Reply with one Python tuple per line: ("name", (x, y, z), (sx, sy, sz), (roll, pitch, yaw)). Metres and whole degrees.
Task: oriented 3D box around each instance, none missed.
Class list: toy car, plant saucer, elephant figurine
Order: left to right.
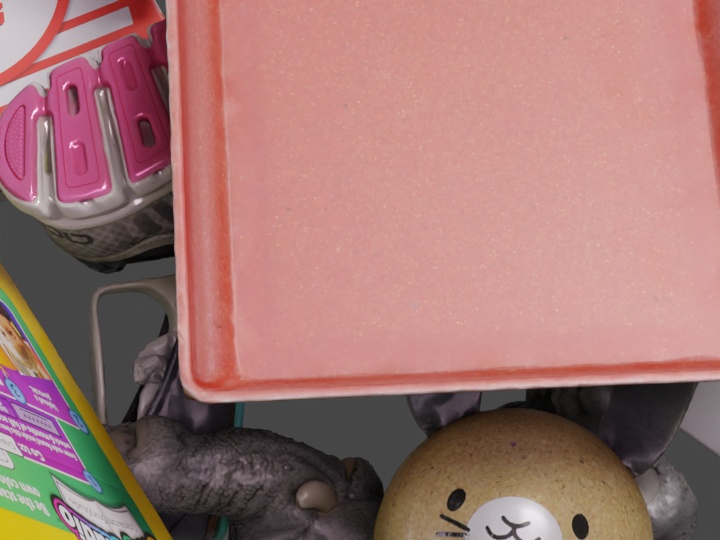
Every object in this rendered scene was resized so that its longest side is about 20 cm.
("elephant figurine", (0.015, 0.115, 1.087), (0.199, 0.142, 0.156), (-21, 64, -18))
("plant saucer", (0.037, -0.045, 0.981), (0.198, 0.037, 0.201), (-2, 63, -4))
("toy car", (0.047, 0.098, 0.967), (0.163, 0.158, 0.201), (12, 80, 6))

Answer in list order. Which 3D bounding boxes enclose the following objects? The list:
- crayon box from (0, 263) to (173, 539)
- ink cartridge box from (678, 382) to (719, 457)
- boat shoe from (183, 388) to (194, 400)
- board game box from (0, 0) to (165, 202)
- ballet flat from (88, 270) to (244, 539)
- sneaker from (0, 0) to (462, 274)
("crayon box", (-0.142, 0.049, 0.942), (0.058, 0.200, 0.173), (-38, 65, 9))
("ink cartridge box", (0.141, 0.009, 1.096), (0.116, 0.200, 0.067), (34, 118, -10))
("boat shoe", (0.000, 0.000, 1.089), (0.200, 0.073, 0.063), (-26, 109, -55))
("board game box", (-0.182, -0.086, 1.096), (0.199, 0.046, 0.152), (-24, 68, -16))
("ballet flat", (-0.064, 0.002, 1.118), (0.073, 0.073, 0.201), (14, 80, -10))
("sneaker", (-0.032, -0.056, 1.056), (0.199, 0.088, 0.074), (-25, 66, -9))
